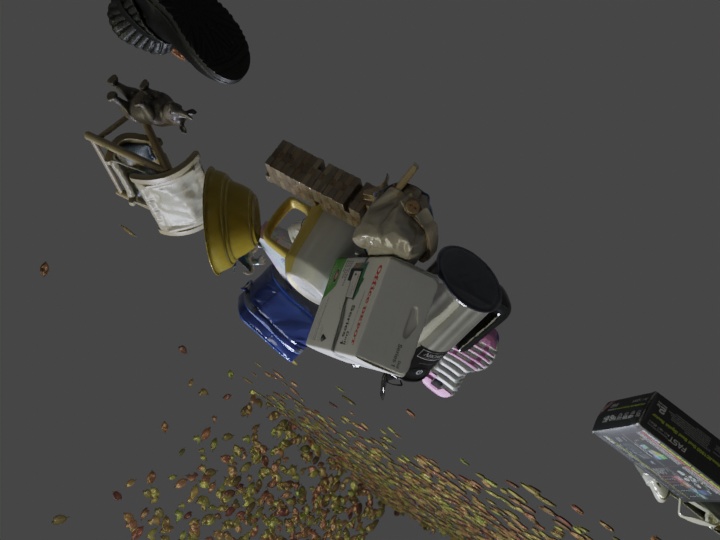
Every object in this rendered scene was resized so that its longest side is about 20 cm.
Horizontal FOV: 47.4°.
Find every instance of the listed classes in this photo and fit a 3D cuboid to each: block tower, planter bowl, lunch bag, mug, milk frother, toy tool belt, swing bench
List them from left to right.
[{"bbox_3d":[-0.382,-0.178,1.537,0.200,0.130,0.200,42,162,21],"label":"swing bench"},{"bbox_3d":[-0.232,-0.094,1.527,0.082,0.203,0.201,-3,155,1],"label":"planter bowl"},{"bbox_3d":[-0.184,0.095,1.807,0.200,0.132,0.136,43,-171,-17],"label":"lunch bag"},{"bbox_3d":[-0.057,-0.131,1.255,0.198,0.054,0.058,28,159,22],"label":"block tower"},{"bbox_3d":[-0.056,-0.031,1.333,0.185,0.154,0.150,11,150,51],"label":"mug"},{"bbox_3d":[0.056,-0.071,1.150,0.123,0.125,0.200,19,172,4],"label":"toy tool belt"},{"bbox_3d":[0.108,0.030,1.245,0.188,0.179,0.201,-48,63,37],"label":"milk frother"}]

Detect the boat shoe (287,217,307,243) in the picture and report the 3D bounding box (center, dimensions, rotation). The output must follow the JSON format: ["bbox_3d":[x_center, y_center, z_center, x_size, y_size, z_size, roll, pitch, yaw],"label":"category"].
[{"bbox_3d":[-0.063,-0.009,1.482,0.065,0.074,0.202,-10,117,35],"label":"boat shoe"}]

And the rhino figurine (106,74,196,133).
[{"bbox_3d":[-0.351,-0.280,1.404,0.198,0.060,0.087,19,165,35],"label":"rhino figurine"}]

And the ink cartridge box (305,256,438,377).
[{"bbox_3d":[0.012,0.060,1.165,0.083,0.148,0.199,23,170,-21],"label":"ink cartridge box"}]

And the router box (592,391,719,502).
[{"bbox_3d":[0.479,0.275,1.263,0.199,0.062,0.150,37,162,-1],"label":"router box"}]

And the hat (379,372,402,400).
[{"bbox_3d":[0.089,0.159,1.527,0.080,0.203,0.201,15,159,2],"label":"hat"}]

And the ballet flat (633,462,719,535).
[{"bbox_3d":[0.540,0.378,1.395,0.198,0.064,0.068,30,160,17],"label":"ballet flat"}]

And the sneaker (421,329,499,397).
[{"bbox_3d":[0.182,0.142,1.452,0.080,0.089,0.200,36,139,-1],"label":"sneaker"}]

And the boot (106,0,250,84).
[{"bbox_3d":[-0.245,-0.316,1.100,0.212,0.079,0.157,50,152,-7],"label":"boot"}]

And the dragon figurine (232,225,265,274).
[{"bbox_3d":[-0.245,-0.038,1.659,0.098,0.202,0.059,-12,131,13],"label":"dragon figurine"}]

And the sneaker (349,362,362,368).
[{"bbox_3d":[0.000,0.104,1.544,0.077,0.083,0.201,48,-158,-27],"label":"sneaker"}]

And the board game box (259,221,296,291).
[{"bbox_3d":[-0.095,0.004,1.648,0.197,0.044,0.201,24,158,31],"label":"board game box"}]
